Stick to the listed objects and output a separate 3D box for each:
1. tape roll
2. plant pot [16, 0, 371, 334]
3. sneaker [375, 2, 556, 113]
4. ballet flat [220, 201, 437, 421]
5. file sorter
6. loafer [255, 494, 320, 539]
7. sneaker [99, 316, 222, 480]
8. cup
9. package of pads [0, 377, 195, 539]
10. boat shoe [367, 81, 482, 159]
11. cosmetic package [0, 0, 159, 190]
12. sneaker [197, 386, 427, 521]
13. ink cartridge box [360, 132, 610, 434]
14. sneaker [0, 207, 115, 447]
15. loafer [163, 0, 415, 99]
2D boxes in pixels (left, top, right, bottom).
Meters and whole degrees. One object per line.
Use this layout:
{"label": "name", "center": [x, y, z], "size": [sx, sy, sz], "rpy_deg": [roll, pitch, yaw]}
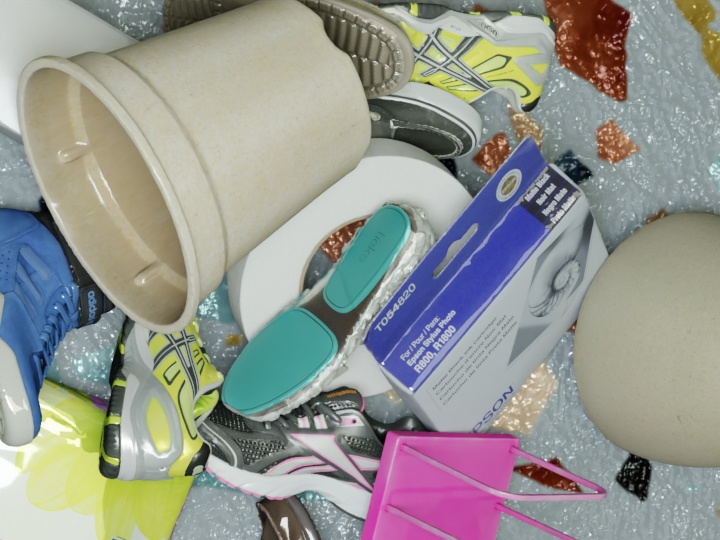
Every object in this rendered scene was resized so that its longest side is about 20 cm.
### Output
{"label": "tape roll", "center": [0.000, 0.000, 1.555], "size": [0.201, 0.037, 0.205], "rpy_deg": [-11, 120, -19]}
{"label": "plant pot", "center": [-0.101, -0.089, 1.415], "size": [0.183, 0.200, 0.202], "rpy_deg": [-31, 100, -27]}
{"label": "sneaker", "center": [0.054, -0.160, 1.584], "size": [0.198, 0.075, 0.077], "rpy_deg": [2, 92, -14]}
{"label": "ballet flat", "center": [-0.013, 0.039, 1.510], "size": [0.072, 0.072, 0.200], "rpy_deg": [43, 94, -13]}
{"label": "file sorter", "center": [0.084, 0.235, 1.542], "size": [0.138, 0.125, 0.202], "rpy_deg": [6, 102, -45]}
{"label": "loafer", "center": [-0.059, 0.263, 1.572], "size": [0.070, 0.073, 0.202], "rpy_deg": [-8, 94, -14]}
{"label": "sneaker", "center": [-0.138, 0.071, 1.496], "size": [0.076, 0.076, 0.201], "rpy_deg": [12, 48, -8]}
{"label": "cup", "center": [0.282, 0.067, 1.598], "size": [0.198, 0.143, 0.202], "rpy_deg": [-6, 104, -24]}
{"label": "package of pads", "center": [-0.230, 0.159, 1.524], "size": [0.199, 0.068, 0.156], "rpy_deg": [23, 87, -15]}
{"label": "boat shoe", "center": [-0.007, -0.102, 1.564], "size": [0.198, 0.071, 0.064], "rpy_deg": [8, 54, -9]}
{"label": "cosmetic package", "center": [-0.212, -0.133, 1.509], "size": [0.199, 0.090, 0.107], "rpy_deg": [31, 85, -11]}
{"label": "sneaker", "center": [-0.036, 0.119, 1.559], "size": [0.199, 0.080, 0.087], "rpy_deg": [16, 113, -29]}
{"label": "ink cartridge box", "center": [0.100, 0.024, 1.555], "size": [0.040, 0.200, 0.200], "rpy_deg": [36, 81, 29]}
{"label": "sneaker", "center": [-0.219, 0.033, 1.477], "size": [0.110, 0.201, 0.077], "rpy_deg": [-6, 137, -18]}
{"label": "loafer", "center": [-0.045, -0.179, 1.517], "size": [0.198, 0.068, 0.076], "rpy_deg": [17, 121, 20]}
